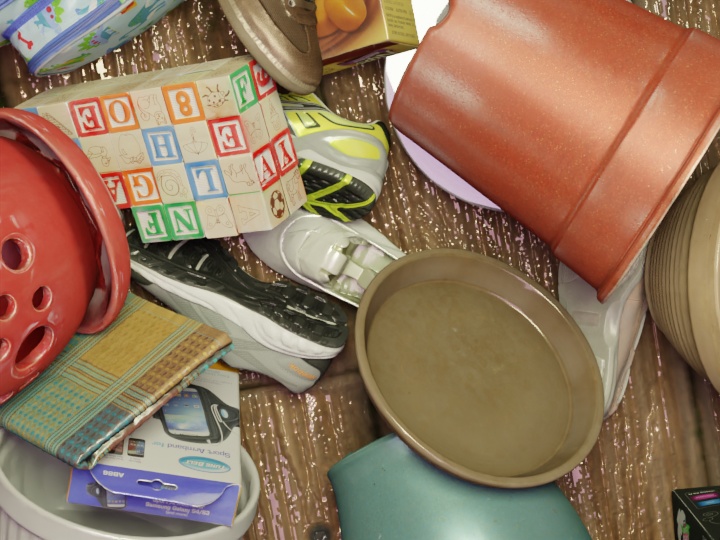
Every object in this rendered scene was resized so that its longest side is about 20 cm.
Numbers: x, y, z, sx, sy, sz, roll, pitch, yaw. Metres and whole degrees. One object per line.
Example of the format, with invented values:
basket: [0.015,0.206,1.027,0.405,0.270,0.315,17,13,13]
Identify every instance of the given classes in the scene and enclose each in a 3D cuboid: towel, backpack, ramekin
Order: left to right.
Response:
backpack: [-0.219,-0.223,1.157,0.199,0.183,0.148,-27,94,10]
towel: [-0.194,0.073,1.165,0.147,0.200,0.022,-41,121,-23]
ramekin: [-0.182,0.184,1.192,0.199,0.200,0.106,15,113,-1]

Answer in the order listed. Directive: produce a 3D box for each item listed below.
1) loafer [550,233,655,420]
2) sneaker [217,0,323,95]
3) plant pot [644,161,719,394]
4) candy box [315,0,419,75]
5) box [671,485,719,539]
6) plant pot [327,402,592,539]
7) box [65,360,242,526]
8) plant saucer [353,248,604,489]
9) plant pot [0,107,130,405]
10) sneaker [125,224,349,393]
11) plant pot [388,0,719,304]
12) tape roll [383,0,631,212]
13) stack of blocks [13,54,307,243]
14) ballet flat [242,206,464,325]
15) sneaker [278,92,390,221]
loafer: [0.191,0.021,1.242,0.072,0.063,0.201,15,93,33]
sneaker: [-0.065,-0.223,1.128,0.075,0.070,0.201,-31,80,23]
plant pot: [0.275,0.002,1.194,0.092,0.200,0.202,4,98,41]
candy box: [-0.035,-0.249,1.180,0.116,0.056,0.201,-13,85,30]
box: [0.311,0.248,1.184,0.123,0.200,0.150,-5,95,0]
plant pot: [0.072,0.205,1.199,0.199,0.200,0.189,-26,79,3]
box: [-0.148,0.121,1.173,0.118,0.200,0.042,10,116,-9]
plant saucer: [0.084,0.073,1.167,0.199,0.200,0.030,32,138,-2]
plant pot: [-0.279,-0.007,1.131,0.182,0.200,0.201,-33,96,-37]
sneaker: [-0.110,0.030,1.236,0.199,0.074,0.080,30,124,5]
plant pot: [0.137,-0.114,1.100,0.195,0.201,0.201,33,95,6]
tape roll: [0.117,-0.146,1.217,0.199,0.066,0.202,0,97,1]
stack of blocks: [-0.150,-0.084,1.183,0.199,0.059,0.116,-4,111,29]
ballet flat: [0.000,0.000,1.233,0.199,0.069,0.070,29,95,-2]
sneaker: [-0.071,-0.104,1.231,0.199,0.076,0.077,23,58,7]
